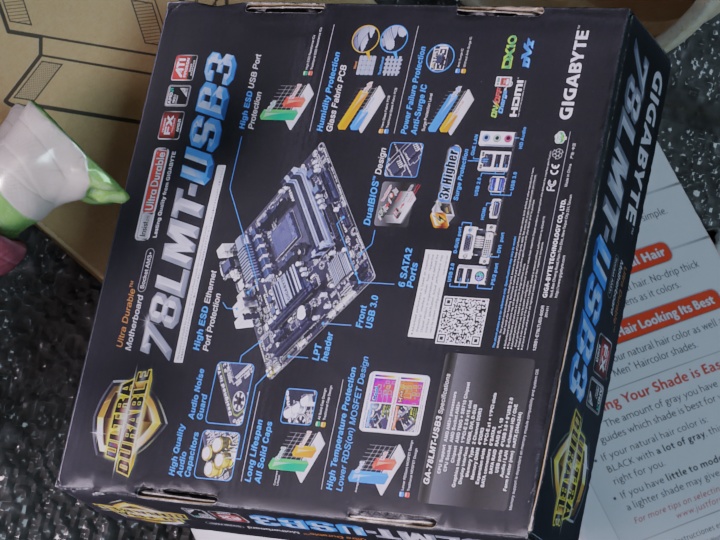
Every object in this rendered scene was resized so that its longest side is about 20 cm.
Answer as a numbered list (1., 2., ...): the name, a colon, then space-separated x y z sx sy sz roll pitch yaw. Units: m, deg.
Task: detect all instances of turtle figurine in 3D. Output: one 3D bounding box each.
1. turtle figurine: -0.153 0.043 1.030 0.194 0.200 0.144 -46 157 -6

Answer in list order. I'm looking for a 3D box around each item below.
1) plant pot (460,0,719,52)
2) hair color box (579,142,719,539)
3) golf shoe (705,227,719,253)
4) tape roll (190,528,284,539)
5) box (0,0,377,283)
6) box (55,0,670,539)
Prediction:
1. plant pot: 0.150 -0.189 1.150 0.183 0.200 0.202 -10 106 -40
2. hair color box: 0.096 0.045 1.070 0.110 0.064 0.201 -18 69 -20
3. golf shoe: 0.175 0.031 1.266 0.199 0.078 0.095 8 97 -33
4. tape roll: 0.026 0.058 1.122 0.201 0.071 0.204 6 60 -11
5. box: -0.103 -0.103 1.103 0.200 0.021 0.164 42 78 -29
6. box: 0.000 0.000 1.025 0.050 0.197 0.201 38 60 -56
